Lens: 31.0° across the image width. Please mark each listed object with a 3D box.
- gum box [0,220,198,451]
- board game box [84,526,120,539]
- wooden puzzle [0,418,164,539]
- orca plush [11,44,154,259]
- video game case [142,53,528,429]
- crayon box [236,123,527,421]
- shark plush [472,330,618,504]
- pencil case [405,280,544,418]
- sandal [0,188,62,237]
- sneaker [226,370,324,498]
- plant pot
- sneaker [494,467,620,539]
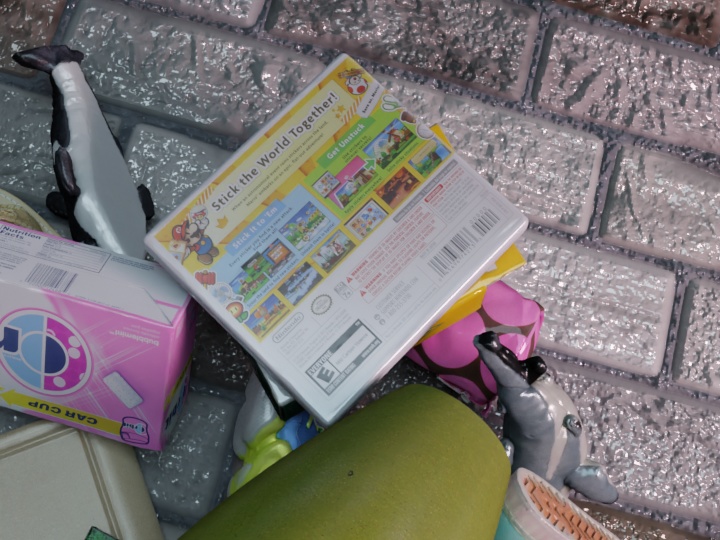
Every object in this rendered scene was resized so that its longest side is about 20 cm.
[{"bbox_3d":[-0.220,0.041,0.920,0.198,0.114,0.066,15,34,4],"label":"gum box"},{"bbox_3d":[-0.181,0.285,0.863,0.104,0.023,0.202,25,78,5],"label":"board game box"},{"bbox_3d":[-0.239,0.208,0.919,0.198,0.037,0.187,-18,73,-15],"label":"wooden puzzle"},{"bbox_3d":[-0.227,-0.075,0.996,0.071,0.105,0.202,-29,84,21],"label":"orca plush"},{"bbox_3d":[-0.016,-0.025,0.885,0.182,0.023,0.200,43,76,12],"label":"video game case"},{"bbox_3d":[0.000,0.000,0.915,0.199,0.052,0.126,-29,74,-10],"label":"crayon box"},{"bbox_3d":[0.117,0.122,0.898,0.083,0.201,0.091,-33,54,-12],"label":"shark plush"},{"bbox_3d":[0.038,0.022,0.980,0.199,0.091,0.094,31,99,8],"label":"pencil case"},{"bbox_3d":[-0.260,-0.018,0.973,0.211,0.070,0.078,33,71,7],"label":"sandal"},{"bbox_3d":[-0.042,0.148,0.942,0.104,0.076,0.202,15,77,-12],"label":"sneaker"},{"bbox_3d":[0.001,0.172,0.803,0.187,0.188,0.200,38,62,8],"label":"plant pot"},{"bbox_3d":[0.146,0.222,0.913,0.080,0.072,0.200,-40,111,19],"label":"sneaker"}]
